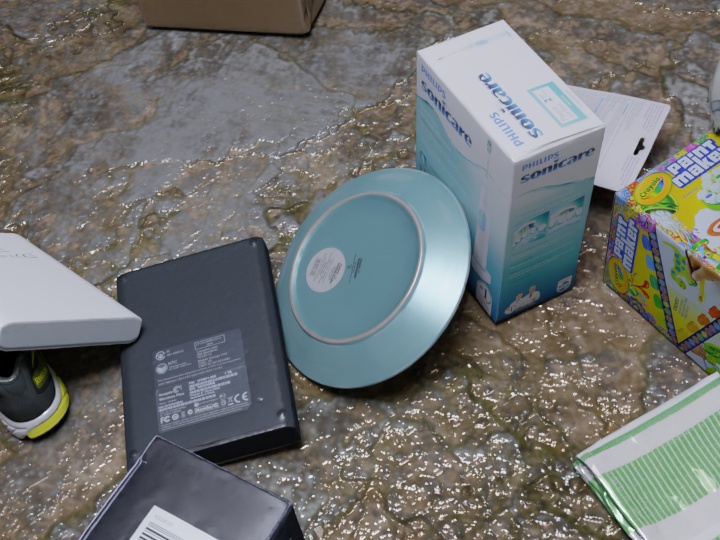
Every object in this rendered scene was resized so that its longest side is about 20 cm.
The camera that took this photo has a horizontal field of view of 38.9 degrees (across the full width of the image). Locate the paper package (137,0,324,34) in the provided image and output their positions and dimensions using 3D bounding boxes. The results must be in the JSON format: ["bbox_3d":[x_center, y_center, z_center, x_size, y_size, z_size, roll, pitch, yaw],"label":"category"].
[{"bbox_3d":[-0.151,-0.361,1.102,0.200,0.191,0.104,6,54,13],"label":"paper package"}]

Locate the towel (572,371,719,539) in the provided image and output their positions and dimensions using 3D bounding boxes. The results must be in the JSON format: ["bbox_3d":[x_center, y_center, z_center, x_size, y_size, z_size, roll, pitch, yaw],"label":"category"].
[{"bbox_3d":[0.274,0.180,0.747,0.152,0.023,0.200,-27,54,-14],"label":"towel"}]

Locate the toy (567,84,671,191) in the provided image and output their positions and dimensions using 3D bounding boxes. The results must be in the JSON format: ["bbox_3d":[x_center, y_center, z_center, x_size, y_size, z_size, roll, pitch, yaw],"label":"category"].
[{"bbox_3d":[0.179,-0.127,0.977,0.200,0.047,0.115,19,61,24],"label":"toy"}]

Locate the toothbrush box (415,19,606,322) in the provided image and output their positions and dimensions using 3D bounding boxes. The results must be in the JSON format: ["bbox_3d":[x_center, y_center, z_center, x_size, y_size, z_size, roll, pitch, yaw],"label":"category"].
[{"bbox_3d":[0.115,-0.079,0.850,0.085,0.200,0.146,-23,53,-14],"label":"toothbrush box"}]

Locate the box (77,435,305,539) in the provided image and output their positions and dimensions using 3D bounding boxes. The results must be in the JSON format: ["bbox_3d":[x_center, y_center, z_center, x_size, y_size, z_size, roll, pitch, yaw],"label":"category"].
[{"bbox_3d":[-0.107,0.226,0.647,0.104,0.200,0.148,21,57,21],"label":"box"}]

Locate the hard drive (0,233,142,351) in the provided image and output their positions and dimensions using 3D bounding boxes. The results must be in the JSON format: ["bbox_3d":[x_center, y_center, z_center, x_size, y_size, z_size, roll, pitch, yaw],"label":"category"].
[{"bbox_3d":[-0.299,0.012,0.871,0.200,0.026,0.132,28,18,37],"label":"hard drive"}]

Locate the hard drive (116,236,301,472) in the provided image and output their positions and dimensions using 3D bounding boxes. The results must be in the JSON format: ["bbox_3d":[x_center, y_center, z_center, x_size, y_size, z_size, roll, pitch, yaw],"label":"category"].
[{"bbox_3d":[-0.134,0.069,0.866,0.139,0.033,0.200,-16,53,3],"label":"hard drive"}]

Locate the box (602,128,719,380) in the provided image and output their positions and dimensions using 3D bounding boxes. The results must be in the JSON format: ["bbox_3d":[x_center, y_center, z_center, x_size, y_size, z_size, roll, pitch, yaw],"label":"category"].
[{"bbox_3d":[0.340,-0.020,0.828,0.200,0.122,0.193,-32,56,-16],"label":"box"}]

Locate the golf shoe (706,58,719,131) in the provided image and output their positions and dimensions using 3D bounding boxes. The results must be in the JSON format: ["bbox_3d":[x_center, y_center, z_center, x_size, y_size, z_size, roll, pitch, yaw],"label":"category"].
[{"bbox_3d":[0.313,-0.121,0.774,0.078,0.097,0.200,-2,51,9],"label":"golf shoe"}]

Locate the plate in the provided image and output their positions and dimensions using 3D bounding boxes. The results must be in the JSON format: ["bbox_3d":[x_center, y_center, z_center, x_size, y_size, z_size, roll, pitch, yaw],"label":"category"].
[{"bbox_3d":[0.000,0.000,0.855,0.200,0.026,0.200,-16,60,31],"label":"plate"}]

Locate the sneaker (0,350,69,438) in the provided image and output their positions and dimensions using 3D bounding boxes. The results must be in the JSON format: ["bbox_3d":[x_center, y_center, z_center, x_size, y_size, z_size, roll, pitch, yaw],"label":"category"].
[{"bbox_3d":[-0.317,0.052,0.876,0.074,0.085,0.200,-37,57,-21],"label":"sneaker"}]
